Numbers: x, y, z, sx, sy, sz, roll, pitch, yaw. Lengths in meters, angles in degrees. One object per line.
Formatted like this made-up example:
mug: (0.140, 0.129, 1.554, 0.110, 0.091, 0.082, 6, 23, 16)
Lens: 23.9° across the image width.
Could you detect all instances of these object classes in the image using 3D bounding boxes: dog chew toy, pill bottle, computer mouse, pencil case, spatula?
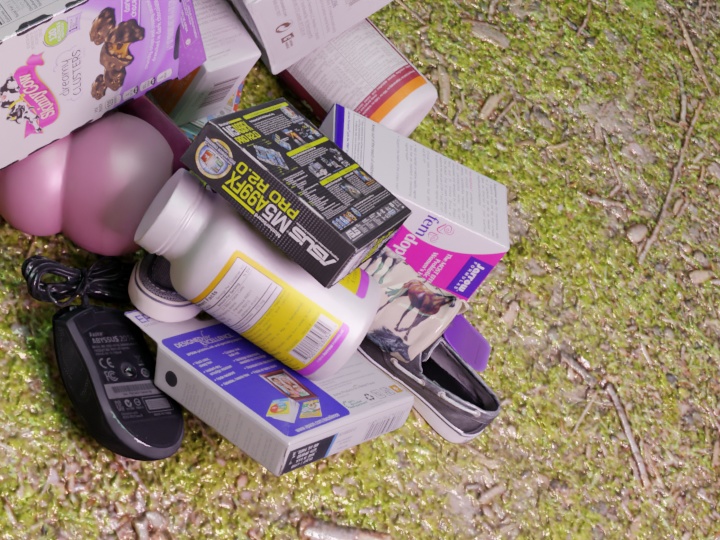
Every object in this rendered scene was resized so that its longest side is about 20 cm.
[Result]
dog chew toy: (-0.264, -0.082, 1.475, 0.198, 0.125, 0.126, 7, 55, -6)
pill bottle: (-0.025, -0.212, 1.722, 0.200, 0.110, 0.109, 47, 47, 7)
computer mouse: (-0.214, 0.082, 1.446, 0.138, 0.053, 0.201, 5, 52, -48)
pill bottle: (-0.088, 0.000, 1.423, 0.199, 0.104, 0.105, 35, 47, -16)
pencil case: (0.000, 0.000, 1.545, 0.199, 0.078, 0.090, 38, 71, 2)
spatula: (0.048, 0.034, 1.667, 0.199, 0.021, 0.057, 32, 36, -8)

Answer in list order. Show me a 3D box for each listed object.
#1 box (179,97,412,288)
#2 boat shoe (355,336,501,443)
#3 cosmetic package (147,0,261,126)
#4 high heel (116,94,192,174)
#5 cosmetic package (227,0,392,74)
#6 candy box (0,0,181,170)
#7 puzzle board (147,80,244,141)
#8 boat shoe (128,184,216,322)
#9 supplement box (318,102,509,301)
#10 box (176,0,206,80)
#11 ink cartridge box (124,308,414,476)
box: (-0.048, -0.070, 1.427, 0.160, 0.044, 0.200, 40, 18, 4)
boat shoe: (0.050, 0.078, 1.608, 0.200, 0.068, 0.072, 45, 47, 0)
cosmetic package: (-0.190, -0.251, 1.627, 0.071, 0.101, 0.201, -24, 75, -39)
high heel: (-0.200, -0.179, 1.538, 0.095, 0.202, 0.067, -8, 17, -5)
cosmetic package: (-0.077, -0.333, 1.612, 0.165, 0.168, 0.201, -32, 73, -4)
candy box: (-0.245, -0.186, 1.376, 0.199, 0.168, 0.072, -31, 69, -23)
puzzle board: (-0.206, -0.211, 1.669, 0.198, 0.017, 0.152, 23, 50, -18)
boat shoe: (-0.141, -0.035, 1.507, 0.074, 0.093, 0.200, 26, 29, 3)
supplement box: (0.037, -0.060, 1.657, 0.198, 0.101, 0.104, 23, 37, -18)
box: (-0.230, -0.270, 1.545, 0.199, 0.138, 0.039, 31, 57, 34)
ink cartridge box: (-0.082, 0.089, 1.482, 0.199, 0.044, 0.197, 36, 26, 24)
